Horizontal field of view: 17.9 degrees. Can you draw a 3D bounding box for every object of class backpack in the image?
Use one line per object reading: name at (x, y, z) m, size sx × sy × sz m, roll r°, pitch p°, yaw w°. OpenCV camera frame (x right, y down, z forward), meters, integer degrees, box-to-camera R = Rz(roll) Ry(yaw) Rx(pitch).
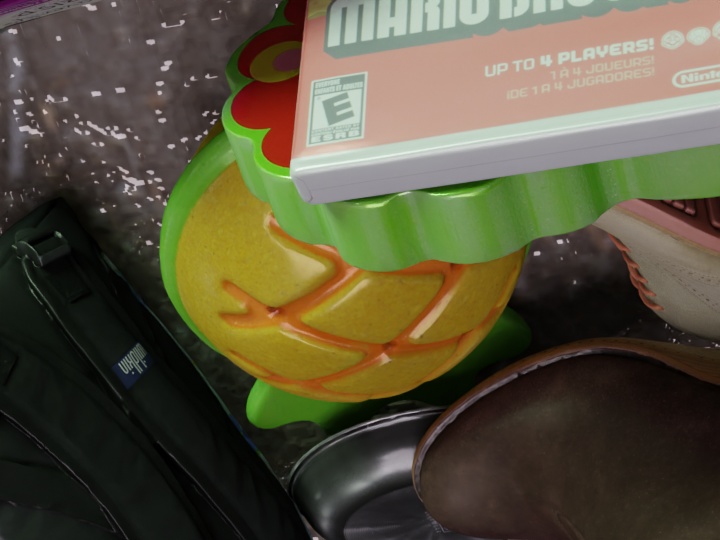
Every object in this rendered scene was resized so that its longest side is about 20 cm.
backpack at (-0.101, 0.101, 0.867) m, size 0.200 × 0.163 × 0.154 m, roll 38°, pitch 127°, yaw -7°

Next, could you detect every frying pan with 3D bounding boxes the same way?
frying pan at (0.065, 0.086, 0.911) m, size 0.190 × 0.031 × 0.115 m, roll -1°, pitch 149°, yaw -10°

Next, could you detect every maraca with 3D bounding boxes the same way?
maraca at (0.000, 0.000, 0.829) m, size 0.137 × 0.107 × 0.200 m, roll -14°, pitch 143°, yaw 1°

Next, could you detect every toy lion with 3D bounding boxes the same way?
toy lion at (0.065, -0.067, 0.695) m, size 0.200 × 0.192 × 0.069 m, roll 15°, pitch 139°, yaw 35°

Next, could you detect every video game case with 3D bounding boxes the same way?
video game case at (0.055, -0.110, 0.684) m, size 0.143 × 0.200 × 0.017 m, roll -8°, pitch 140°, yaw 15°

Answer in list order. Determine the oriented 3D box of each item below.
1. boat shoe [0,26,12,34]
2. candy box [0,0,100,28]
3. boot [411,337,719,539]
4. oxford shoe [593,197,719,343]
boat shoe at (-0.169, -0.089, 0.813) m, size 0.200 × 0.072 × 0.071 m, roll -20°, pitch 146°, yaw 36°
candy box at (-0.097, -0.182, 0.686) m, size 0.136 × 0.061 × 0.200 m, roll -13°, pitch 89°, yaw 18°
boot at (0.096, 0.090, 0.763) m, size 0.200 × 0.166 × 0.072 m, roll -12°, pitch 118°, yaw 22°
oxford shoe at (0.113, -0.010, 0.801) m, size 0.200 × 0.071 × 0.074 m, roll 24°, pitch 132°, yaw -26°
